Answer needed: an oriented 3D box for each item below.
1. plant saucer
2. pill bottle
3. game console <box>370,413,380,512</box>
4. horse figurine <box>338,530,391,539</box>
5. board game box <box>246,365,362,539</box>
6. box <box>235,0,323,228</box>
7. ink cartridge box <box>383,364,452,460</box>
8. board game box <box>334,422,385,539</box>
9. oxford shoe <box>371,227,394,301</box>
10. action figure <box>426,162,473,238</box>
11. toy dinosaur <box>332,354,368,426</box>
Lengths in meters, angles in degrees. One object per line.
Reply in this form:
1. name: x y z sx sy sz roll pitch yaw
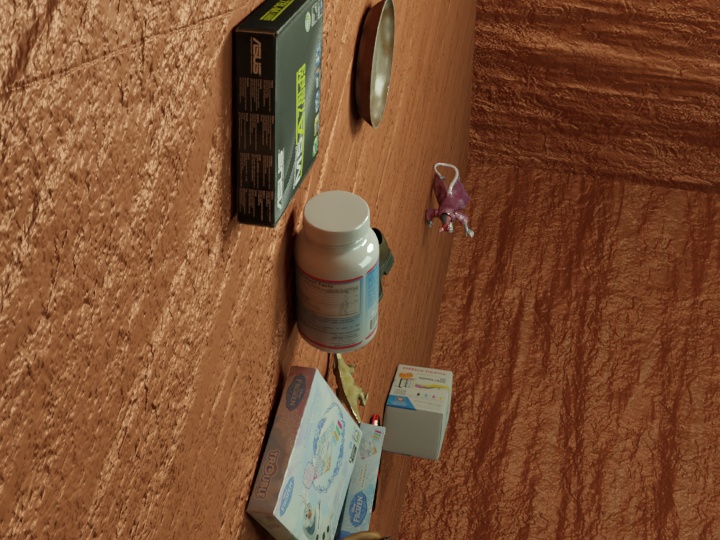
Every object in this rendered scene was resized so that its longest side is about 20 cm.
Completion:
1. plant saucer: 0.021 -0.320 1.720 0.200 0.032 0.201 9 90 -82
2. pill bottle: -0.030 0.002 1.424 0.109 0.109 0.200 -72 168 -47
3. game console: 0.023 0.437 2.510 0.200 0.031 0.177 85 11 -59
4. horse figurine: -0.056 0.411 1.532 0.050 0.200 0.133 23 73 -44
5. board game box: -0.068 0.259 1.467 0.199 0.043 0.200 62 38 -53
6. box: -0.080 -0.173 1.134 0.193 0.047 0.200 -71 166 -62
7. ink cartridge box: 0.144 0.352 2.808 0.200 0.147 0.145 -66 162 -62
8. board game box: -0.015 0.356 1.686 0.200 0.043 0.199 110 -8 -62
9. oxford shoe: 0.000 0.000 1.817 0.200 0.073 0.085 -74 152 -53
10. action figure: 0.247 -0.176 3.030 0.200 0.134 0.149 -76 169 -51
11. toy dinosaur: -0.021 0.194 1.795 0.101 0.058 0.200 70 3 -75
